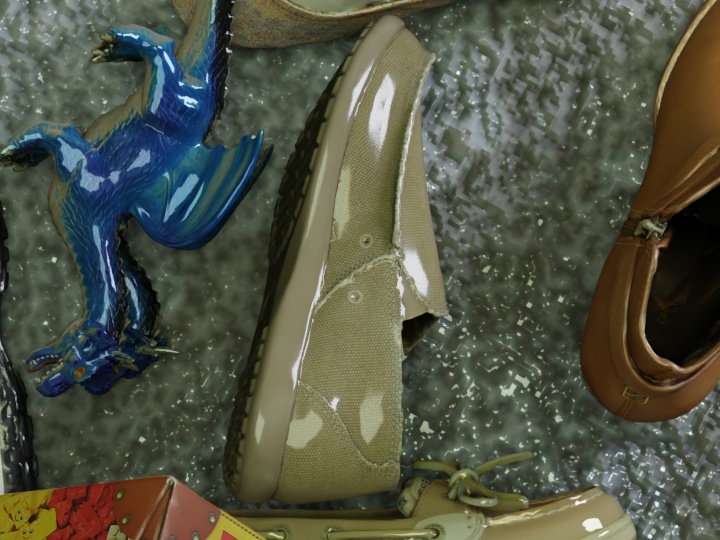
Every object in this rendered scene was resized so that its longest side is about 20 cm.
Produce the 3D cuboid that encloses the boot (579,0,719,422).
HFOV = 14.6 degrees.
[{"bbox_3d":[0.135,-0.039,1.031,0.077,0.155,0.200,29,82,3],"label":"boot"}]

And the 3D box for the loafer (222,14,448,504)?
[{"bbox_3d":[0.000,0.000,1.061,0.067,0.076,0.200,18,71,-9],"label":"loafer"}]

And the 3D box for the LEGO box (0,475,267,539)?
[{"bbox_3d":[-0.061,0.151,0.948,0.149,0.200,0.077,-9,55,39],"label":"LEGO box"}]

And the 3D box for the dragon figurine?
[{"bbox_3d":[-0.069,-0.042,1.074,0.099,0.059,0.200,43,90,3],"label":"dragon figurine"}]

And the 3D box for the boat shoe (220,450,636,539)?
[{"bbox_3d":[0.002,0.102,1.051,0.200,0.073,0.063,-11,85,-2],"label":"boat shoe"}]

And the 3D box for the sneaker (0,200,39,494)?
[{"bbox_3d":[-0.172,0.012,1.063,0.079,0.074,0.200,-7,82,4],"label":"sneaker"}]

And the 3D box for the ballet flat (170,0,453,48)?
[{"bbox_3d":[0.023,-0.133,1.088,0.200,0.067,0.068,-13,82,-2],"label":"ballet flat"}]
